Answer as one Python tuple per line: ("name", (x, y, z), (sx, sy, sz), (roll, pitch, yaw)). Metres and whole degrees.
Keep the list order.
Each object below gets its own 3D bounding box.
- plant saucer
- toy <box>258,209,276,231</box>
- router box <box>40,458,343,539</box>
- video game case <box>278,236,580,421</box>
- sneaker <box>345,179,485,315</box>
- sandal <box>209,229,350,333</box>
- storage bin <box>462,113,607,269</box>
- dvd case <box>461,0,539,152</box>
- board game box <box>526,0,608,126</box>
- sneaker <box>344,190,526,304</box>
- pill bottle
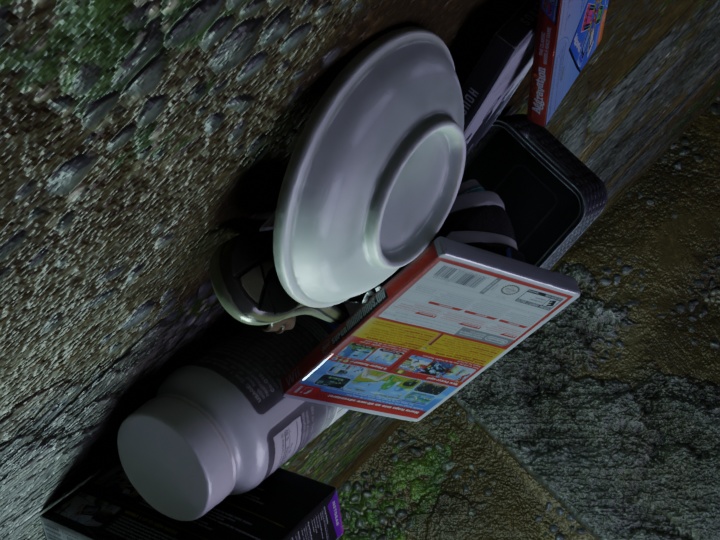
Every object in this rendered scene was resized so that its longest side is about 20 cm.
("plant saucer", (0.022, -0.059, 0.825), (0.200, 0.050, 0.200), (-44, 149, -36))
("toy", (0.010, -0.071, 0.917), (0.115, 0.047, 0.200), (-49, 168, 20))
("router box", (-0.137, 0.207, 1.016), (0.149, 0.200, 0.051), (-36, 129, -43))
("video game case", (0.051, 0.052, 0.950), (0.143, 0.017, 0.200), (15, 136, -36))
("sneaker", (0.054, 0.013, 1.090), (0.200, 0.080, 0.071), (-48, 168, 2))
("sandal", (-0.066, 0.010, 0.895), (0.057, 0.080, 0.201), (-31, 167, 18))
("storage bin", (0.130, -0.043, 1.235), (0.200, 0.135, 0.094), (-51, 168, 24))
("dvd case", (0.106, -0.147, 1.001), (0.150, 0.025, 0.200), (-49, 173, -41))
("board game box", (0.159, -0.203, 0.916), (0.103, 0.019, 0.200), (-54, 161, -22))
("sneaker", (0.039, 0.013, 1.000), (0.199, 0.112, 0.073), (-19, 153, -5))
("pill bottle", (-0.094, 0.111, 1.014), (0.200, 0.114, 0.114), (-34, 164, -46))
